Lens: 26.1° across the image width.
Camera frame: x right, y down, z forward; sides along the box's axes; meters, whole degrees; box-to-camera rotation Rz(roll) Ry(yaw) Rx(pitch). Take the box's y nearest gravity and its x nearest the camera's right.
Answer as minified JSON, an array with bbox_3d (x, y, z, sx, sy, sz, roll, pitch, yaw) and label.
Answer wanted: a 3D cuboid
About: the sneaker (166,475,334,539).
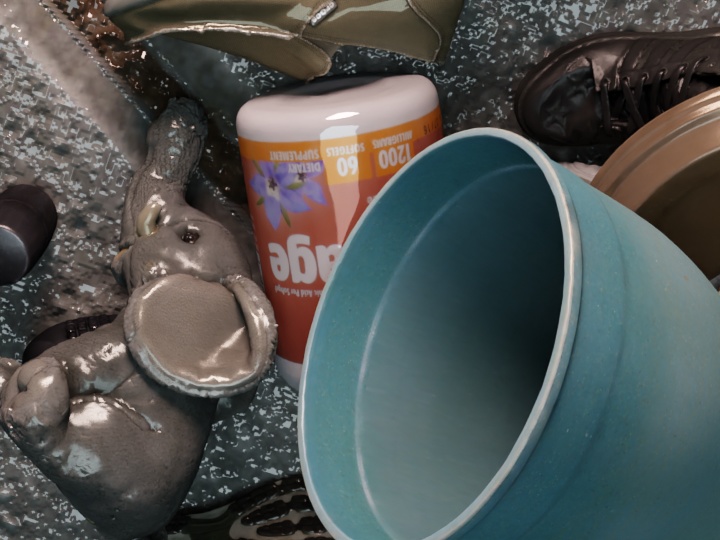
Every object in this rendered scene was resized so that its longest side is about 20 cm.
[{"bbox_3d":[-0.063,0.190,0.965,0.197,0.077,0.089,-13,124,9],"label":"sneaker"}]

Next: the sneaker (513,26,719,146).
[{"bbox_3d":[0.184,-0.095,0.835,0.197,0.104,0.061,-10,111,3],"label":"sneaker"}]

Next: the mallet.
[{"bbox_3d":[-0.252,0.019,0.911,0.199,0.066,0.041,-36,107,27],"label":"mallet"}]

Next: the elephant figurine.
[{"bbox_3d":[-0.103,0.035,0.848,0.200,0.141,0.156,-43,125,-12],"label":"elephant figurine"}]

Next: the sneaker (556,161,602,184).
[{"bbox_3d":[0.149,-0.011,0.884,0.197,0.078,0.100,-9,125,10],"label":"sneaker"}]

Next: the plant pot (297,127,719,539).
[{"bbox_3d":[0.100,0.060,0.750,0.187,0.201,0.201,22,110,-31],"label":"plant pot"}]

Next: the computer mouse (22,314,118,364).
[{"bbox_3d":[-0.103,0.051,0.923,0.197,0.034,0.059,-7,110,1],"label":"computer mouse"}]

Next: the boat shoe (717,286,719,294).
[{"bbox_3d":[0.248,0.001,0.772,0.071,0.077,0.201,16,132,-25],"label":"boat shoe"}]

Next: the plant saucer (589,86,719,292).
[{"bbox_3d":[0.211,-0.018,0.824,0.197,0.030,0.201,-4,136,-4],"label":"plant saucer"}]

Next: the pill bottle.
[{"bbox_3d":[0.000,0.000,0.856,0.111,0.112,0.203,-8,106,2],"label":"pill bottle"}]

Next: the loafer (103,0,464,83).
[{"bbox_3d":[-0.038,-0.133,0.832,0.197,0.075,0.071,-3,107,0],"label":"loafer"}]
